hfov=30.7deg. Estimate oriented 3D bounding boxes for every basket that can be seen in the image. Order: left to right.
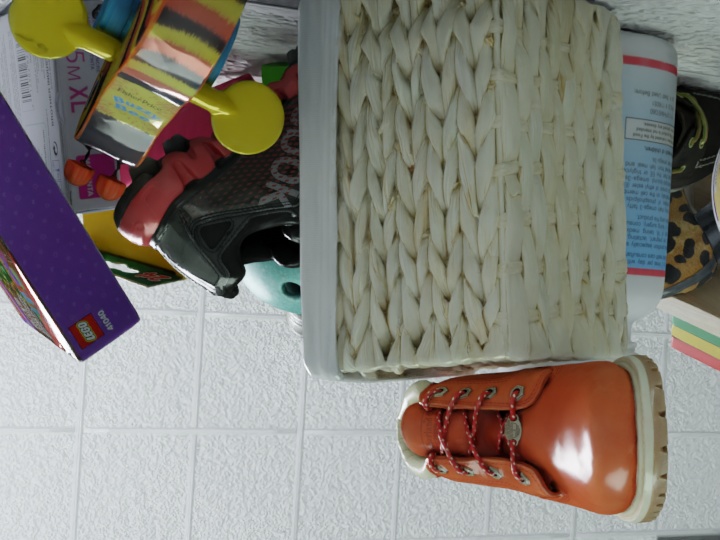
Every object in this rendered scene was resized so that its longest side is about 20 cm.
[{"bbox_3d":[0.055,-0.045,0.671,0.123,0.202,0.135,-5,175,40],"label":"basket"}]

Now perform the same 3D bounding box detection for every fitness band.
[{"bbox_3d":[-0.144,-0.094,0.942,0.143,0.038,0.200,-20,-167,16],"label":"fitness band"}]

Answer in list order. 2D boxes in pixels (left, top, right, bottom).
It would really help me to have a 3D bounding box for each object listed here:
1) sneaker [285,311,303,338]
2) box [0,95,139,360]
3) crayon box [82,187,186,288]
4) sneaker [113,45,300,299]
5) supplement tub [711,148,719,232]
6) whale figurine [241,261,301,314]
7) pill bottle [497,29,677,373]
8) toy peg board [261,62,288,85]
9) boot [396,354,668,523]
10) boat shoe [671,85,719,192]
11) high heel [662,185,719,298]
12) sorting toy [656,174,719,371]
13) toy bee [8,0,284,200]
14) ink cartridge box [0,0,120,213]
[{"bbox_3d":[0.017,-0.035,1.006,0.200,0.091,0.066,-38,-132,-26],"label":"sneaker"},{"bbox_3d":[-0.196,-0.055,0.670,0.039,0.201,0.137,-35,-160,-17],"label":"box"},{"bbox_3d":[-0.121,-0.040,1.001,0.126,0.051,0.199,14,-158,41],"label":"crayon box"},{"bbox_3d":[-0.037,-0.059,0.730,0.200,0.098,0.071,-41,172,-25],"label":"sneaker"},{"bbox_3d":[0.283,-0.053,0.754,0.144,0.147,0.200,3,180,9],"label":"supplement tub"},{"bbox_3d":[0.000,0.000,0.830,0.200,0.104,0.159,43,134,-19],"label":"whale figurine"},{"bbox_3d":[0.126,-0.034,0.769,0.108,0.202,0.109,3,179,0],"label":"pill bottle"},{"bbox_3d":[0.032,-0.107,0.951,0.198,0.099,0.199,5,-164,20],"label":"toy peg board"},{"bbox_3d":[0.077,0.080,0.625,0.106,0.076,0.200,1,173,-11],"label":"boot"},{"bbox_3d":[0.199,-0.091,0.895,0.200,0.072,0.060,-11,172,-30],"label":"boat shoe"},{"bbox_3d":[0.207,-0.053,1.005,0.200,0.143,0.072,26,157,51],"label":"high heel"},{"bbox_3d":[0.286,-0.012,1.039,0.199,0.070,0.198,27,-129,37],"label":"sorting toy"},{"bbox_3d":[-0.101,-0.087,0.641,0.130,0.109,0.200,20,170,2],"label":"toy bee"},{"bbox_3d":[-0.208,-0.095,0.813,0.042,0.120,0.199,-8,-174,-36],"label":"ink cartridge box"}]
